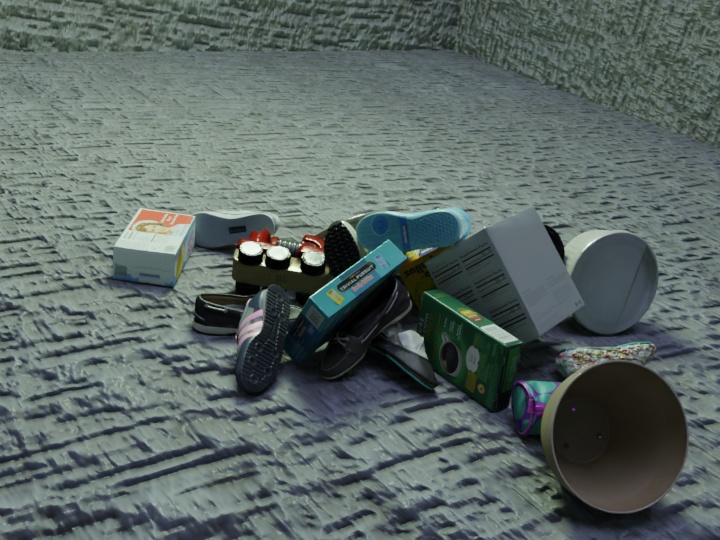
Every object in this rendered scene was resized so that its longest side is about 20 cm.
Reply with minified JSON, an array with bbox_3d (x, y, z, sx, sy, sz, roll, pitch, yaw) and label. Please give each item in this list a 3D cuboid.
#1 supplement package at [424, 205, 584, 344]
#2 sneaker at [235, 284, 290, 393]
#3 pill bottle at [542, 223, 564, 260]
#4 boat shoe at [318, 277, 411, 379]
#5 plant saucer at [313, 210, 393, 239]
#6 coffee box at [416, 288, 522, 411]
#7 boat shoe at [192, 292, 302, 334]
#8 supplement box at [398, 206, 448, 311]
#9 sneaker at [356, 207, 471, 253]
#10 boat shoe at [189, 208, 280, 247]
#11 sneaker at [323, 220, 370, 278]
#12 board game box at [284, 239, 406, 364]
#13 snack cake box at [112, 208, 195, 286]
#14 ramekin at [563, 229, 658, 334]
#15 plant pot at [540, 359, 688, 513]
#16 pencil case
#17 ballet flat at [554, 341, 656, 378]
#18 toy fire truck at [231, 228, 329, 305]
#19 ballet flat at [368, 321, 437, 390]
[{"bbox_3d":[0.252,0.023,1.603,0.191,0.147,0.201,-22,84,-51],"label":"supplement package"},{"bbox_3d":[-0.167,0.117,1.450,0.070,0.082,0.201,43,40,-27],"label":"sneaker"},{"bbox_3d":[0.295,-0.022,1.792,0.111,0.113,0.200,-4,-5,-27],"label":"pill bottle"},{"bbox_3d":[0.000,0.089,1.481,0.200,0.057,0.067,-42,39,-19],"label":"boat shoe"},{"bbox_3d":[-0.014,-0.054,1.817,0.199,0.200,0.051,-11,75,-38],"label":"plant saucer"},{"bbox_3d":[0.169,0.125,1.494,0.044,0.124,0.200,-12,30,-37],"label":"coffee box"},{"bbox_3d":[-0.184,0.069,1.560,0.198,0.061,0.074,3,24,-14],"label":"boat shoe"},{"bbox_3d":[0.135,-0.023,1.772,0.108,0.110,0.200,-27,22,11],"label":"supplement box"},{"bbox_3d":[0.102,-0.069,1.615,0.198,0.080,0.130,1,5,26],"label":"sneaker"},{"bbox_3d":[-0.256,-0.093,1.857,0.200,0.075,0.086,-5,10,14],"label":"boat shoe"},{"bbox_3d":[0.001,0.000,1.663,0.070,0.201,0.093,-25,4,22],"label":"sneaker"},{"bbox_3d":[-0.028,0.050,1.492,0.047,0.151,0.200,45,50,9],"label":"board game box"},{"bbox_3d":[-0.386,-0.047,1.735,0.114,0.068,0.200,7,24,-1],"label":"snack cake box"},{"bbox_3d":[0.463,0.014,1.768,0.200,0.204,0.094,0,13,-20],"label":"ramekin"},{"bbox_3d":[0.333,0.226,1.285,0.198,0.202,0.134,4,-6,-11],"label":"plant pot"},{"bbox_3d":[0.331,0.212,1.403,0.198,0.086,0.092,3,-5,-11],"label":"pencil case"},{"bbox_3d":[0.426,0.165,1.586,0.198,0.076,0.064,-3,57,-16],"label":"ballet flat"},{"bbox_3d":[-0.142,-0.027,1.733,0.174,0.129,0.201,9,37,-2],"label":"toy fire truck"},{"bbox_3d":[0.057,0.121,1.507,0.199,0.069,0.068,29,-3,35],"label":"ballet flat"}]
